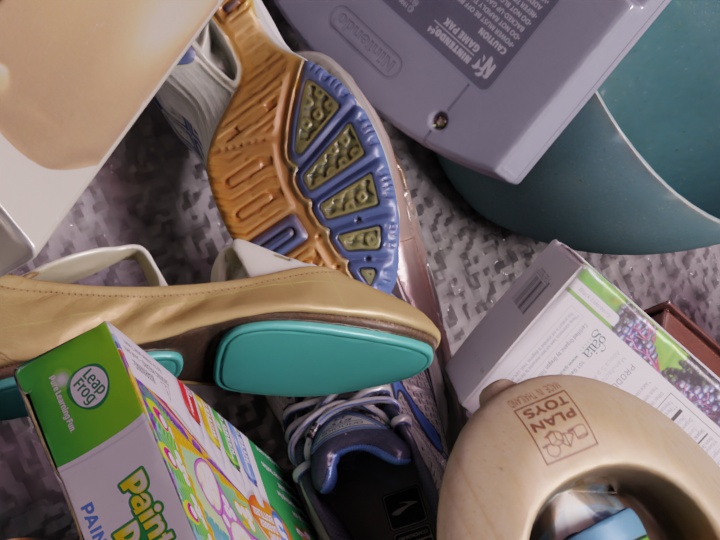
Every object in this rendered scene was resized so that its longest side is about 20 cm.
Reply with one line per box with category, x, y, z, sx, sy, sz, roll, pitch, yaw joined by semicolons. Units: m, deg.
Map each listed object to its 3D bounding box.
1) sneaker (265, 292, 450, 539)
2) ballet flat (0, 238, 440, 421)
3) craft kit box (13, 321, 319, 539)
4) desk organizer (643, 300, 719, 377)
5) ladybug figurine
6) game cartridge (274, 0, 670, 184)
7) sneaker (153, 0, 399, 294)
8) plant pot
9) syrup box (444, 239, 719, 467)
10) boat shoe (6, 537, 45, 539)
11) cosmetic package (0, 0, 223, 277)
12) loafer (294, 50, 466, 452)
sneaker;0.003;0.069;1.027;0.200;0.077;0.085;64;5;22
ballet flat;-0.066;0.016;0.970;0.199;0.069;0.063;-4;63;-19
craft kit box;-0.038;0.139;0.901;0.198;0.048;0.200;67;9;26
desk organizer;0.188;0.109;1.264;0.200;0.072;0.077;39;46;-28
ladybug figurine;0.097;0.134;0.965;0.135;0.072;0.200;-20;77;-23
game cartridge;0.037;-0.135;1.137;0.200;0.133;0.040;46;8;31
sneaker;-0.041;-0.062;1.062;0.200;0.075;0.088;60;-2;14
plant pot;0.112;-0.090;1.236;0.200;0.135;0.201;26;52;-38
syrup box;0.136;0.085;1.055;0.200;0.081;0.079;40;5;-9
boat shoe;-0.105;0.141;0.913;0.071;0.069;0.200;61;15;23
cosmetic package;-0.134;-0.071;0.934;0.071;0.105;0.200;51;37;-19
loafer;0.000;0.000;1.121;0.063;0.072;0.201;6;65;-70
